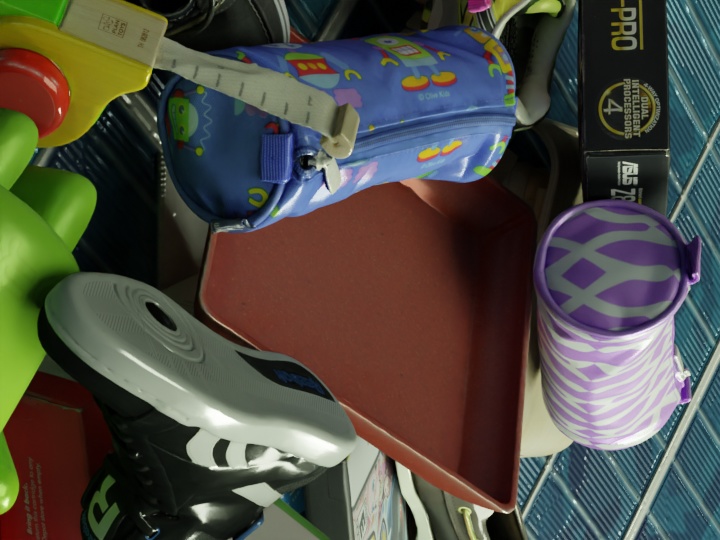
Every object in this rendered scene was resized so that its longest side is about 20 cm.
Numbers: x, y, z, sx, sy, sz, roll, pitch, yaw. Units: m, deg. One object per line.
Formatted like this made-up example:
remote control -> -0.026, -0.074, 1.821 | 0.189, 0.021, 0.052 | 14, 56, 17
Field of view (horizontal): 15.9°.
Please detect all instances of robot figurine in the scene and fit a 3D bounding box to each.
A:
robot figurine -> -0.190, 0.028, 1.032 | 0.176, 0.115, 0.201 | 49, 62, -43

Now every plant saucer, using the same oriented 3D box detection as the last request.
plant saucer -> 0.000, 0.000, 1.245 | 0.199, 0.037, 0.201 | 35, 43, -27

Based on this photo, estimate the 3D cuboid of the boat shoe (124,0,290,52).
boat shoe -> -0.089, -0.137, 1.135 | 0.070, 0.066, 0.200 | -27, 135, 9

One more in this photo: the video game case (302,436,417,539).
video game case -> 0.007, 0.143, 1.351 | 0.181, 0.025, 0.201 | -65, 153, -63

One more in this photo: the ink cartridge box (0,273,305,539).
ink cartridge box -> -0.110, 0.089, 1.201 | 0.200, 0.067, 0.117 | -28, 123, -47

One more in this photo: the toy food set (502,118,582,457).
toy food set -> 0.095, 0.013, 1.477 | 0.143, 0.060, 0.201 | 9, 95, -66

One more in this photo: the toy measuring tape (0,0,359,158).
toy measuring tape -> -0.102, -0.075, 1.090 | 0.074, 0.199, 0.074 | -160, -90, -84

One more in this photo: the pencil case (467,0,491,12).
pencil case -> -0.003, -0.207, 1.171 | 0.199, 0.088, 0.089 | 33, 72, -19

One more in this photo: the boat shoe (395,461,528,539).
boat shoe -> 0.054, 0.105, 1.363 | 0.202, 0.060, 0.072 | 77, 17, -50

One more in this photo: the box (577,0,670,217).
box -> 0.137, -0.102, 1.347 | 0.200, 0.049, 0.162 | 72, 17, -71

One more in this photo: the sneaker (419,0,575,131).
sneaker -> 0.083, -0.164, 1.271 | 0.075, 0.076, 0.201 | -8, 113, -33

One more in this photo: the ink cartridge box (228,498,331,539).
ink cartridge box -> -0.036, 0.234, 1.229 | 0.084, 0.145, 0.201 | -32, 150, -44

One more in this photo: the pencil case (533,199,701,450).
pencil case -> 0.135, 0.033, 1.353 | 0.200, 0.085, 0.085 | 72, 24, -69

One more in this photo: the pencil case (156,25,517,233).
pencil case -> -0.005, -0.069, 1.187 | 0.199, 0.087, 0.079 | -14, 120, -51

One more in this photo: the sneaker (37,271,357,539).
sneaker -> -0.091, 0.076, 1.076 | 0.112, 0.073, 0.200 | -43, 146, 13

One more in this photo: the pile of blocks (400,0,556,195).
pile of blocks -> 0.057, -0.128, 1.357 | 0.082, 0.062, 0.201 | 4, 105, -37
